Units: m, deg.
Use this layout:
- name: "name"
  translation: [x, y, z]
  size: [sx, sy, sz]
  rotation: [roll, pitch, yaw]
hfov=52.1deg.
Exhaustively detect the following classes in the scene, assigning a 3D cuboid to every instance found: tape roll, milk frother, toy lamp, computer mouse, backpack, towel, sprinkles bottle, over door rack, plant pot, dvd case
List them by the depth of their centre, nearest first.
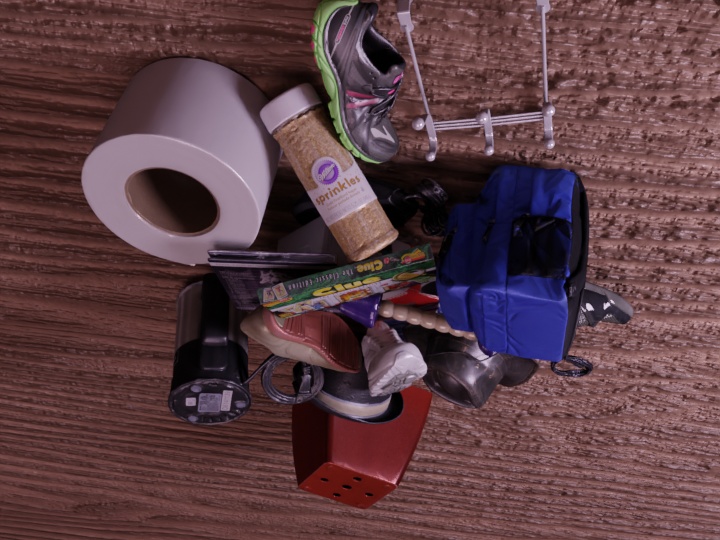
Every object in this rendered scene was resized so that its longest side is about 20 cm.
- name: "over door rack"
  translation: [0.123, -0.196, 0.761]
  size: [0.148, 0.067, 0.200]
  rotation: [-3, 139, 14]
- name: "sprinkles bottle"
  translation: [-0.034, -0.107, 0.826]
  size: [0.068, 0.068, 0.200]
  rotation: [-28, 95, 37]
- name: "backpack"
  translation: [0.180, -0.025, 0.850]
  size: [0.168, 0.200, 0.163]
  rotation: [11, 150, 12]
- name: "tape roll"
  translation: [-0.200, -0.124, 0.857]
  size: [0.203, 0.139, 0.203]
  rotation: [6, 141, 5]
- name: "toy lamp"
  translation: [0.072, 0.059, 0.921]
  size: [0.200, 0.058, 0.058]
  rotation: [15, 141, 7]
- name: "computer mouse"
  translation: [0.014, -0.087, 0.921]
  size: [0.200, 0.053, 0.139]
  rotation: [0, 160, 11]
- name: "dvd case"
  translation: [-0.098, 0.018, 0.925]
  size: [0.149, 0.016, 0.200]
  rotation: [2, 160, 2]
- name: "computer mouse"
  translation: [0.266, 0.106, 1.065]
  size: [0.200, 0.034, 0.059]
  rotation: [32, 119, -31]
- name: "towel"
  translation: [0.117, 0.106, 1.090]
  size: [0.145, 0.024, 0.200]
  rotation: [-15, 141, 41]
- name: "milk frother"
  translation: [-0.171, 0.112, 1.096]
  size: [0.200, 0.188, 0.181]
  rotation: [17, 133, -25]
- name: "plant pot"
  translation: [-0.011, 0.300, 1.293]
  size: [0.200, 0.176, 0.200]
  rotation: [22, 139, -15]

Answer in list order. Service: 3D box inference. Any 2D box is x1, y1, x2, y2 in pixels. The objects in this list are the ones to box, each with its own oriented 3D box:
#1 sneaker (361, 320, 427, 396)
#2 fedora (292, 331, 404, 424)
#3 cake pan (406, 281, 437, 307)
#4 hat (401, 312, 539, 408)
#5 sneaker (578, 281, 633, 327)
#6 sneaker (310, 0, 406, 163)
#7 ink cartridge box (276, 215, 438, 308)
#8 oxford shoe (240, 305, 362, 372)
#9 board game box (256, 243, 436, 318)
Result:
- name: "sneaker"
  translation: [0.033, 0.114, 1.007]
  size: [0.078, 0.099, 0.200]
  rotation: [-15, 166, -12]
- name: "fedora"
  translation: [-0.004, 0.154, 1.150]
  size: [0.200, 0.201, 0.092]
  rotation: [20, 108, -12]
- name: "cake pan"
  translation: [0.163, 0.053, 1.071]
  size: [0.200, 0.037, 0.200]
  rotation: [6, 140, 5]
- name: "hat"
  translation: [0.142, 0.139, 1.011]
  size: [0.200, 0.081, 0.201]
  rotation: [16, 153, 8]
- name: "sneaker"
  translation: [0.273, 0.064, 0.985]
  size: [0.199, 0.114, 0.076]
  rotation: [16, 176, -26]
- name: "sneaker"
  translation: [0.010, -0.193, 0.781]
  size: [0.084, 0.077, 0.200]
  rotation: [-2, 140, 20]
- name: "ink cartridge box"
  translation: [0.000, 0.000, 0.983]
  size: [0.200, 0.067, 0.116]
  rotation: [18, 155, -33]
- name: "oxford shoe"
  translation: [-0.074, 0.091, 0.997]
  size: [0.074, 0.071, 0.200]
  rotation: [-21, 140, 33]
- name: "board game box"
  translation: [-0.010, 0.015, 0.857]
  size: [0.200, 0.023, 0.105]
  rotation: [-15, 163, 6]
